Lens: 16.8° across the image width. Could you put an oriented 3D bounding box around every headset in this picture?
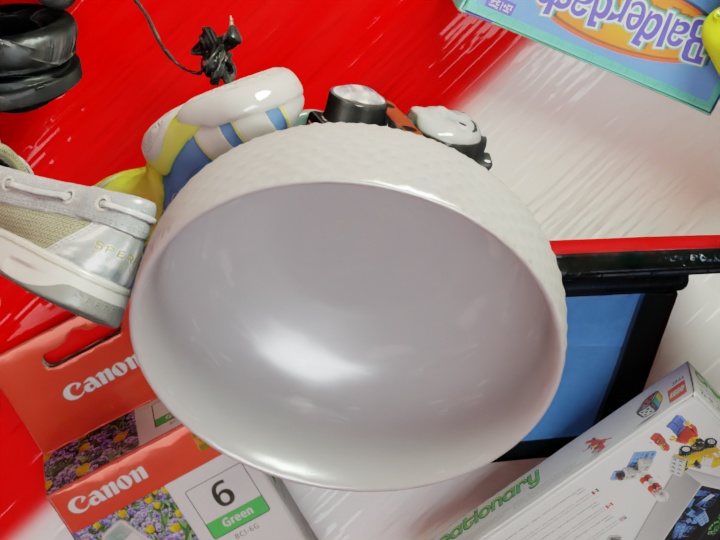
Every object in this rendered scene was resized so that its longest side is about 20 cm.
[{"bbox_3d":[-0.159,-0.128,1.185,0.200,0.094,0.124,12,111,-14],"label":"headset"}]

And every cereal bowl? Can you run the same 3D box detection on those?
[{"bbox_3d":[-0.003,0.007,1.125,0.200,0.083,0.200,4,133,4],"label":"cereal bowl"}]

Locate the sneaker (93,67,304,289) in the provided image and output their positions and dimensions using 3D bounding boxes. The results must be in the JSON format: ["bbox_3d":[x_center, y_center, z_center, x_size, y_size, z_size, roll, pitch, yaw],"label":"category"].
[{"bbox_3d":[-0.067,-0.024,1.197,0.076,0.200,0.105,-24,84,-31],"label":"sneaker"}]

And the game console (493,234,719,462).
[{"bbox_3d":[0.113,0.044,1.258,0.200,0.172,0.119,-3,90,-36],"label":"game console"}]

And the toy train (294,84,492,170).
[{"bbox_3d":[0.000,0.000,1.279,0.114,0.085,0.200,5,111,-24],"label":"toy train"}]

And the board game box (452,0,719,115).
[{"bbox_3d":[0.154,-0.197,1.233,0.152,0.045,0.200,21,107,-18],"label":"board game box"}]

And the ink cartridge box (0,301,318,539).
[{"bbox_3d":[-0.108,0.113,1.321,0.109,0.050,0.200,-28,115,3],"label":"ink cartridge box"}]

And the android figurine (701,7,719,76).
[{"bbox_3d":[0.253,-0.154,1.235,0.182,0.041,0.200,-41,134,-3],"label":"android figurine"}]

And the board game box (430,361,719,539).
[{"bbox_3d":[0.141,0.151,1.338,0.200,0.035,0.126,-37,115,20],"label":"board game box"}]

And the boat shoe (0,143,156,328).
[{"bbox_3d":[-0.167,-0.035,1.178,0.074,0.202,0.065,27,92,-41],"label":"boat shoe"}]
